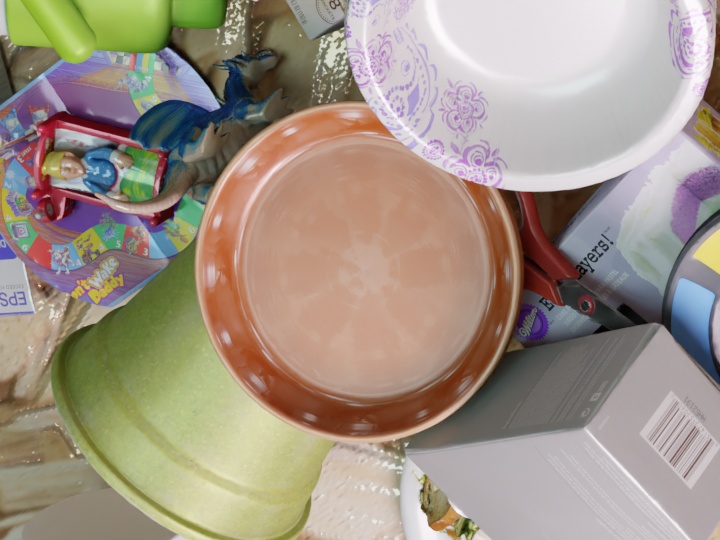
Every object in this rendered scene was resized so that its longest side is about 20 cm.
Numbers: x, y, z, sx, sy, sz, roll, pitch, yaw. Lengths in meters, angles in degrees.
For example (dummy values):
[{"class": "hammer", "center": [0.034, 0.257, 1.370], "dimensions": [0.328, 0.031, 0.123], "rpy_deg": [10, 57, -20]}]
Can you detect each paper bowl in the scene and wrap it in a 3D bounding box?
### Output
[{"class": "paper bowl", "center": [0.095, -0.151, 1.355], "dimensions": [0.199, 0.105, 0.201], "rpy_deg": [6, 131, 7]}]

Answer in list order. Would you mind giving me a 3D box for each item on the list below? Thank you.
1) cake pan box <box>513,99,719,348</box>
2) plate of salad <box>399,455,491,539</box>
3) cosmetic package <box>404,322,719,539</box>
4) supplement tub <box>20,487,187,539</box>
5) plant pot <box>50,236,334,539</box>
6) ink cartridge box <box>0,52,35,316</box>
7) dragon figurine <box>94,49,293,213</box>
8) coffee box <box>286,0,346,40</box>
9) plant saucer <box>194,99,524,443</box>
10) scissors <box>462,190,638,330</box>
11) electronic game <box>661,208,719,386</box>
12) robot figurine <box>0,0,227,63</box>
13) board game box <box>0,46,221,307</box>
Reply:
[{"class": "cake pan box", "center": [0.199, 0.023, 1.444], "dimensions": [0.184, 0.052, 0.200], "rpy_deg": [42, 129, 0]}, {"class": "plate of salad", "center": [0.105, 0.173, 1.595], "dimensions": [0.199, 0.048, 0.201], "rpy_deg": [13, 115, 29]}, {"class": "cosmetic package", "center": [0.126, 0.103, 1.431], "dimensions": [0.107, 0.090, 0.200], "rpy_deg": [46, 157, -18]}, {"class": "supplement tub", "center": [-0.168, 0.270, 1.761], "dimensions": [0.140, 0.140, 0.201], "rpy_deg": [6, 113, 32]}, {"class": "plant pot", "center": [-0.066, 0.046, 1.584], "dimensions": [0.200, 0.200, 0.184], "rpy_deg": [44, 117, 11]}, {"class": "ink cartridge box", "center": [-0.319, -0.063, 1.787], "dimensions": [0.197, 0.043, 0.201], "rpy_deg": [-3, 105, 34]}, {"class": "dragon figurine", "center": [-0.103, -0.074, 1.539], "dimensions": [0.099, 0.200, 0.059], "rpy_deg": [5, 125, 48]}, {"class": "coffee box", "center": [0.027, -0.237, 1.456], "dimensions": [0.200, 0.080, 0.113], "rpy_deg": [-32, 89, 39]}, {"class": "plant saucer", "center": [0.000, 0.000, 1.460], "dimensions": [0.199, 0.032, 0.202], "rpy_deg": [2, 96, 16]}, {"class": "scissors", "center": [0.121, 0.017, 1.431], "dimensions": [0.200, 0.014, 0.073], "rpy_deg": [47, 126, 21]}, {"class": "electronic game", "center": [0.263, 0.041, 1.366], "dimensions": [0.199, 0.042, 0.201], "rpy_deg": [12, 124, 19]}, {"class": "robot figurine", "center": [-0.181, -0.198, 1.564], "dimensions": [0.199, 0.176, 0.116], "rpy_deg": [3, 114, -2]}, {"class": "board game box", "center": [-0.178, -0.063, 1.666], "dimensions": [0.200, 0.039, 0.158], "rpy_deg": [-33, 94, 27]}]
